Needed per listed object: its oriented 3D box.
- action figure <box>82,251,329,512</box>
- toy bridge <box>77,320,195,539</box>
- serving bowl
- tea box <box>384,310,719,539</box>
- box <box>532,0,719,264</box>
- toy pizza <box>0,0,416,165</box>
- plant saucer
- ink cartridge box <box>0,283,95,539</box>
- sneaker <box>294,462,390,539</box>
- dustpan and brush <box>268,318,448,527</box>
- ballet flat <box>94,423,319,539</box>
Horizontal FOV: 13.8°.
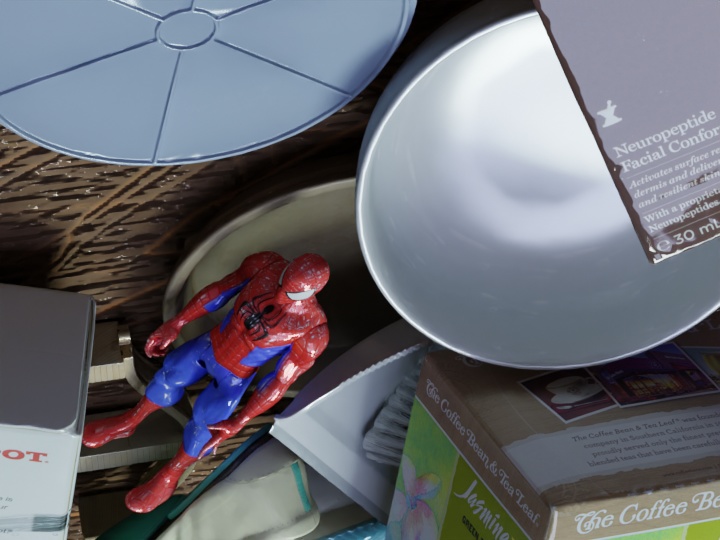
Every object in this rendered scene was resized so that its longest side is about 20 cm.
[{"bbox_3d":[-0.069,0.048,1.422,0.052,0.066,0.200,-20,161,-45],"label":"action figure"},{"bbox_3d":[-0.119,0.085,1.552,0.067,0.027,0.200,-8,148,-7],"label":"toy bridge"},{"bbox_3d":[0.092,-0.053,1.341,0.199,0.066,0.201,-4,127,-5],"label":"serving bowl"},{"bbox_3d":[0.127,0.140,1.447,0.199,0.134,0.198,-8,125,-27],"label":"tea box"},{"bbox_3d":[0.127,-0.109,1.218,0.100,0.075,0.201,-22,125,9],"label":"box"},{"bbox_3d":[-0.075,-0.113,1.250,0.199,0.032,0.201,-8,147,-5],"label":"toy pizza"},{"bbox_3d":[0.000,0.000,1.455,0.199,0.030,0.200,-8,149,-5],"label":"plant saucer"},{"bbox_3d":[-0.210,0.088,1.453,0.146,0.083,0.200,8,146,-7],"label":"ink cartridge box"},{"bbox_3d":[0.031,0.096,1.578,0.199,0.081,0.077,-16,152,-31],"label":"sneaker"},{"bbox_3d":[0.069,0.047,1.461,0.200,0.057,0.140,-48,134,1],"label":"dustpan and brush"},{"bbox_3d":[-0.083,0.142,1.531,0.069,0.070,0.200,9,154,-30],"label":"ballet flat"}]
